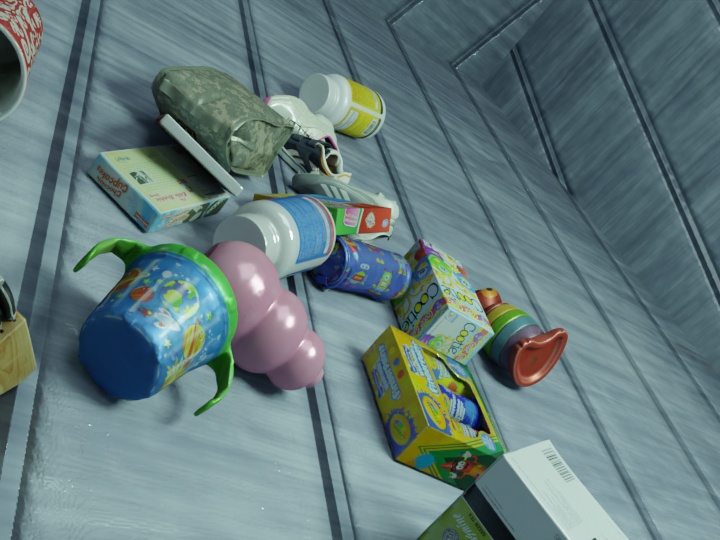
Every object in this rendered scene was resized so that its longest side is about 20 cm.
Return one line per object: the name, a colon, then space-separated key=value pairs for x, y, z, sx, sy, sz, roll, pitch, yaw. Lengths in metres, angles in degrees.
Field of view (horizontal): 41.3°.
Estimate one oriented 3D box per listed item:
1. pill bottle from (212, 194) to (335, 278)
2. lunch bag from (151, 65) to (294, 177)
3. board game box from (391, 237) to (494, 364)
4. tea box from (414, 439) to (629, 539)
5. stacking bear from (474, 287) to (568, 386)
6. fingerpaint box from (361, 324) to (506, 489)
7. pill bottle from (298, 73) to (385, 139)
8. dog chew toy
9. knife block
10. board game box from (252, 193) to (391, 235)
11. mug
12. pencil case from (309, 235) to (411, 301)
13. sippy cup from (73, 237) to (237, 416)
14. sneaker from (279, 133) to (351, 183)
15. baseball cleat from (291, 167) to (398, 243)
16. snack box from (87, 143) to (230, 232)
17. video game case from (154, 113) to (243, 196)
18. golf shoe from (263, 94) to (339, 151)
pill bottle: x=-0.120 y=-0.044 z=1.327 sx=0.112 sy=0.112 sz=0.200 roll=46 pitch=20 yaw=10
lunch bag: x=-0.222 y=-0.236 z=1.490 sx=0.163 sy=0.118 sz=0.200 roll=39 pitch=13 yaw=15
board game box: x=0.125 y=0.058 z=1.578 sx=0.102 sy=0.105 sz=0.201 roll=29 pitch=24 yaw=-28
tea box: x=0.176 y=0.327 z=1.019 sx=0.201 sy=0.197 sz=0.133 roll=52 pitch=24 yaw=23
stacking bear: x=0.258 y=0.105 z=1.723 sx=0.120 sy=0.115 sz=0.200 roll=-13 pitch=40 yaw=-29
fingerpaint box: x=0.104 y=0.191 z=1.325 sx=0.166 sy=0.073 sz=0.201 roll=29 pitch=24 yaw=-31
pill bottle: x=-0.041 y=-0.361 z=2.077 sx=0.199 sy=0.113 sz=0.113 roll=11 pitch=36 yaw=-54
dog chew toy: x=-0.119 y=0.062 z=1.125 sx=0.200 sy=0.124 sz=0.125 roll=46 pitch=20 yaw=-13
knife block: x=-0.299 y=0.041 z=0.753 sx=0.064 sy=0.176 sz=0.200 roll=43 pitch=21 yaw=2
board game box: x=-0.058 y=-0.091 z=1.519 sx=0.151 sy=0.041 sz=0.199 roll=12 pitch=9 yaw=24
mug: x=-0.470 y=-0.285 z=1.149 sx=0.177 sy=0.134 sz=0.201 roll=35 pitch=19 yaw=-23
pencil case: x=0.000 y=0.000 z=1.504 sx=0.077 sy=0.088 sz=0.199 roll=26 pitch=7 yaw=35
sippy cup: x=-0.210 y=0.060 z=0.961 sx=0.176 sy=0.141 sz=0.130 roll=20 pitch=29 yaw=11
sneaker: x=-0.088 y=-0.211 z=1.757 sx=0.200 sy=0.080 sz=0.078 roll=49 pitch=23 yaw=21
baseball cleat: x=-0.033 y=-0.105 z=1.660 sx=0.197 sy=0.108 sz=0.070 roll=16 pitch=-17 yaw=3
snack box: x=-0.269 y=-0.116 z=1.304 sx=0.116 sy=0.037 sz=0.200 roll=44 pitch=20 yaw=7
video game case: x=-0.234 y=-0.167 z=1.363 sx=0.143 sy=0.017 sz=0.200 roll=45 pitch=-4 yaw=-16
golf shoe: x=-0.112 y=-0.274 z=1.845 sx=0.199 sy=0.075 sz=0.092 roll=19 pitch=34 yaw=-45
